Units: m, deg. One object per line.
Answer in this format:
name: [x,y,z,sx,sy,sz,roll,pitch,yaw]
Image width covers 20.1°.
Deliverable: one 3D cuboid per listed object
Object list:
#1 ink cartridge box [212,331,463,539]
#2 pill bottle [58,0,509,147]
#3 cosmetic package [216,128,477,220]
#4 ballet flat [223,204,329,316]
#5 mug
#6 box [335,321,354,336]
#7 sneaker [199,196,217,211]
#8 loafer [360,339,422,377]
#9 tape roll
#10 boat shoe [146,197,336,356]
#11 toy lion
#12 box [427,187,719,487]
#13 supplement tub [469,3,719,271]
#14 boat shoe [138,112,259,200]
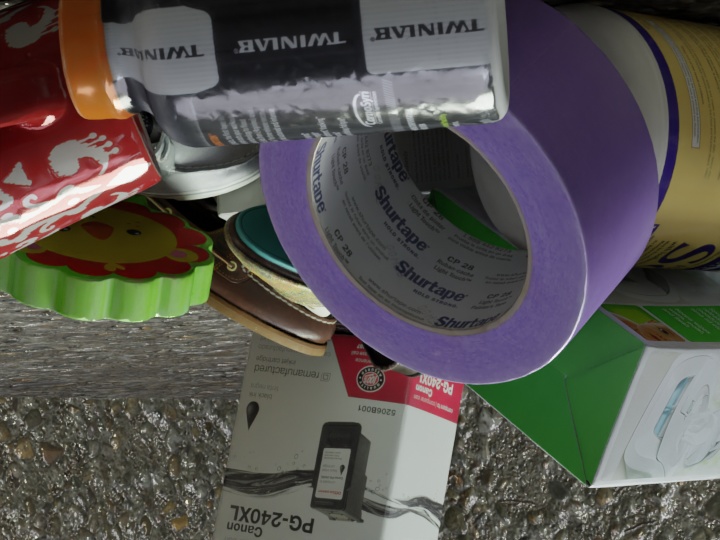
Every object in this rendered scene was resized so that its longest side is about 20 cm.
ink cartridge box: [-0.018,0.151,1.466,0.144,0.202,0.083,5,168,31]
pill bottle: [-0.034,-0.112,0.924,0.198,0.107,0.106,-5,173,7]
cosmetic package: [0.013,-0.075,1.320,0.198,0.086,0.108,-5,171,11]
ballet flat: [0.000,0.000,1.281,0.198,0.071,0.071,1,171,-28]
mug: [-0.206,-0.049,1.003,0.198,0.134,0.178,-22,-156,-3]
box: [0.032,0.029,1.520,0.100,0.076,0.199,1,168,40]
sneaker: [-0.054,-0.062,1.429,0.199,0.071,0.093,-7,178,43]
loafer: [-0.014,-0.027,1.194,0.071,0.202,0.073,-22,180,-31]
tape roll: [0.050,-0.046,1.068,0.199,0.201,0.085,-11,-157,43]
boat shoe: [-0.099,-0.013,1.399,0.199,0.071,0.070,29,-172,-5]
toy lion: [-0.193,-0.023,1.264,0.198,0.069,0.192,6,-157,-12]
box: [0.148,0.039,1.220,0.175,0.097,0.200,2,-154,-39]
supplement tub: [0.178,-0.073,1.182,0.199,0.147,0.145,3,170,-39]
boat shoe: [-0.144,-0.081,1.240,0.199,0.071,0.071,0,178,-9]
